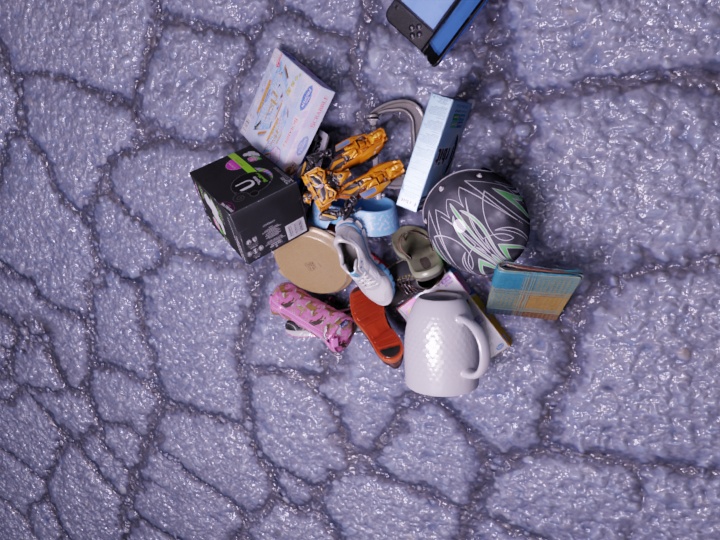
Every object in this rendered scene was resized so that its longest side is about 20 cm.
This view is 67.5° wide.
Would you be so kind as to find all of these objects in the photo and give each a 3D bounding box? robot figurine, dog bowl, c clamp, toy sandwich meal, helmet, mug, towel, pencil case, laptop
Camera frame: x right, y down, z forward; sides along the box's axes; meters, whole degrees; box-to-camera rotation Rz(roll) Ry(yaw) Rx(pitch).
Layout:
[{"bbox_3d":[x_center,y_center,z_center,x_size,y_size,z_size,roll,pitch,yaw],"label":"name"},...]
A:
[{"bbox_3d":[-0.024,-0.184,1.030,0.199,0.058,0.146,-29,87,-4],"label":"robot figurine"},{"bbox_3d":[-0.015,-0.123,1.116,0.199,0.112,0.050,12,121,18],"label":"dog bowl"},{"bbox_3d":[0.053,-0.239,1.077,0.169,0.027,0.202,1,100,-3],"label":"c clamp"},{"bbox_3d":[-0.096,-0.028,1.165,0.204,0.070,0.206,12,134,12],"label":"toy sandwich meal"},{"bbox_3d":[0.213,-0.089,0.991,0.198,0.191,0.202,4,106,16],"label":"helmet"},{"bbox_3d":[0.172,0.139,1.035,0.200,0.147,0.177,13,108,58],"label":"mug"},{"bbox_3d":[0.313,0.042,0.999,0.145,0.200,0.022,6,65,10],"label":"towel"},{"bbox_3d":[-0.106,0.098,1.163,0.199,0.087,0.083,28,75,28],"label":"pencil case"},{"bbox_3d":[-0.156,-0.222,1.146,0.115,0.200,0.188,12,107,-17],"label":"laptop"}]

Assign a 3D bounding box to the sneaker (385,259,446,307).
[{"bbox_3d":[0.095,0.024,1.112,0.075,0.106,0.200,42,116,-12],"label":"sneaker"}]

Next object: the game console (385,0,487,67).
[{"bbox_3d":[0.146,-0.491,0.956,0.171,0.118,0.200,43,114,6],"label":"game console"}]

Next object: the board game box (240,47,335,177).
[{"bbox_3d":[-0.158,-0.326,1.116,0.200,0.041,0.201,50,120,36],"label":"board game box"}]

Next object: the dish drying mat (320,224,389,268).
[{"bbox_3d":[-0.022,-0.027,1.201,0.199,0.018,0.077,36,113,10],"label":"dish drying mat"}]

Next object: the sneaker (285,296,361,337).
[{"bbox_3d":[-0.079,0.104,1.239,0.198,0.080,0.087,-8,87,17],"label":"sneaker"}]

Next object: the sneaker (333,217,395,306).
[{"bbox_3d":[0.000,0.000,1.060,0.075,0.087,0.201,-22,114,26],"label":"sneaker"}]

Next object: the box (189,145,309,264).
[{"bbox_3d":[-0.221,-0.136,1.069,0.200,0.148,0.125,41,152,40],"label":"box"}]

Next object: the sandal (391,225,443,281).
[{"bbox_3d":[0.110,-0.049,1.058,0.079,0.201,0.058,-31,118,2],"label":"sandal"}]

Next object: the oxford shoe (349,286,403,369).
[{"bbox_3d":[0.030,0.120,1.134,0.071,0.073,0.201,-22,55,-5],"label":"oxford shoe"}]

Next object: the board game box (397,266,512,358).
[{"bbox_3d":[0.197,0.114,1.139,0.153,0.040,0.200,-39,88,26],"label":"board game box"}]

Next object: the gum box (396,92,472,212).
[{"bbox_3d":[0.140,-0.219,1.002,0.044,0.170,0.201,23,111,15],"label":"gum box"}]
